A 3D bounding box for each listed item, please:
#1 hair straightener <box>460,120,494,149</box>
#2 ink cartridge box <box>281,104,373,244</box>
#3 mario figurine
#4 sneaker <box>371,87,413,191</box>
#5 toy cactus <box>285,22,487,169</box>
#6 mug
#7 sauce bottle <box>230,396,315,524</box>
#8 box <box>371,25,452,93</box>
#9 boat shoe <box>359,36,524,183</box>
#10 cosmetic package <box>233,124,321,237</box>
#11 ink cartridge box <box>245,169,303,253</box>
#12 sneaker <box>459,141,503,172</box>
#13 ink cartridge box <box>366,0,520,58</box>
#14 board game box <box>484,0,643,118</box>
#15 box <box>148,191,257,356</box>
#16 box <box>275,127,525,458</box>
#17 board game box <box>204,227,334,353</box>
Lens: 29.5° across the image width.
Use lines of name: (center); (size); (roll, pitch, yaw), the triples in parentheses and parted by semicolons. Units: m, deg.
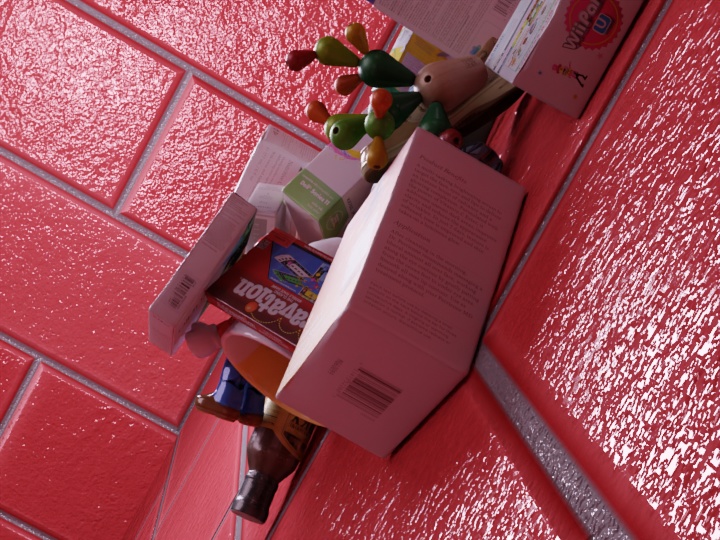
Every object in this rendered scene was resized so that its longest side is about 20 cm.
hair straightener: (0.097, -0.109, 1.369); (0.202, 0.041, 0.077); (-64, 7, -13)
ink cartridge box: (0.009, -0.112, 1.595); (0.200, 0.067, 0.118); (-45, -28, -14)
mario figurine: (-0.123, 0.059, 1.471); (0.123, 0.105, 0.203); (69, -142, -84)
sneaker: (0.064, -0.130, 1.430); (0.096, 0.078, 0.202); (81, -156, -67)
toy cactus: (0.039, -0.158, 1.213); (0.164, 0.200, 0.103); (-26, -42, -24)
mug: (-0.046, 0.055, 1.391); (0.154, 0.149, 0.186); (-56, 11, -23)
sauce bottle: (-0.084, 0.175, 1.488); (0.065, 0.064, 0.202); (141, 152, -71)
box: (0.103, -0.257, 1.564); (0.048, 0.117, 0.202); (-11, 48, 61)
boat shoe: (0.072, -0.152, 1.295); (0.199, 0.063, 0.073); (-34, -11, -18)
cosmetic package: (-0.059, -0.084, 1.741); (0.114, 0.198, 0.081); (-61, 6, 19)
ink cartridge box: (-0.108, -0.007, 1.637); (0.177, 0.044, 0.203); (-69, -14, -66)
sneaker: (0.074, -0.061, 1.292); (0.096, 0.079, 0.200); (-47, 10, -27)
ink cartridge box: (0.099, -0.288, 1.398); (0.120, 0.198, 0.042); (-56, 9, 26)
board game box: (0.175, -0.215, 1.144); (0.149, 0.064, 0.200); (-61, 6, 11)
box: (-0.164, 0.009, 1.410); (0.145, 0.036, 0.200); (-56, 2, -14)
box: (0.033, 0.018, 1.095); (0.153, 0.105, 0.201); (-53, 12, 49)
board game box: (-0.047, 0.031, 1.290); (0.103, 0.199, 0.020); (-44, -41, -23)
